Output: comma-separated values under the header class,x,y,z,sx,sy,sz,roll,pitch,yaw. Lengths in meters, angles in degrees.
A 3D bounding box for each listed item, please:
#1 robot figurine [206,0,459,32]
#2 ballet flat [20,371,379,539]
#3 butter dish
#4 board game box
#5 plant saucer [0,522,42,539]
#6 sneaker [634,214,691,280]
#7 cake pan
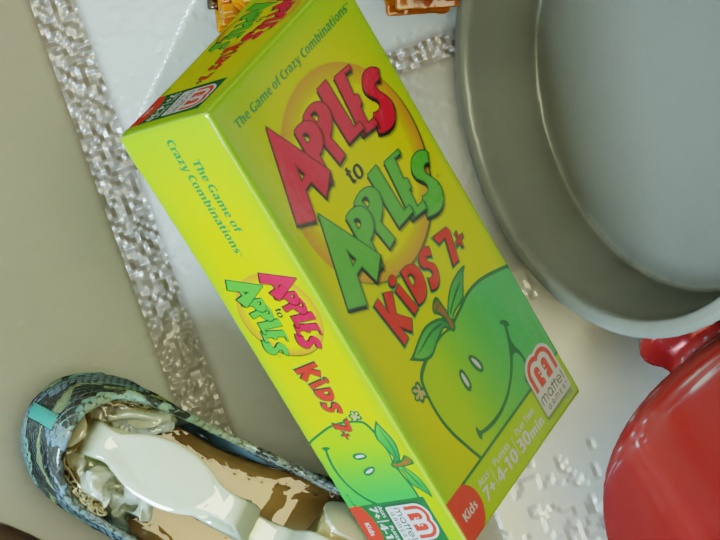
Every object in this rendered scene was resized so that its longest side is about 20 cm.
class,x,y,z,sx,sy,sz,roll,pitch,yaw
robot figurine,-0.017,-0.199,1.192,0.145,0.058,0.201,-6,89,-10
ballet flat,-0.041,0.103,1.167,0.200,0.074,0.074,24,82,-9
butter dish,0.163,0.070,1.171,0.199,0.200,0.148,-29,67,-12
board game box,0.000,0.000,1.140,0.200,0.048,0.102,59,44,-20
plant saucer,-0.169,0.193,1.155,0.200,0.032,0.201,0,88,-11
sneaker,0.211,-0.013,1.221,0.200,0.075,0.079,-12,92,-12
cake pan,0.112,-0.075,1.149,0.037,0.200,0.201,-11,89,-36
